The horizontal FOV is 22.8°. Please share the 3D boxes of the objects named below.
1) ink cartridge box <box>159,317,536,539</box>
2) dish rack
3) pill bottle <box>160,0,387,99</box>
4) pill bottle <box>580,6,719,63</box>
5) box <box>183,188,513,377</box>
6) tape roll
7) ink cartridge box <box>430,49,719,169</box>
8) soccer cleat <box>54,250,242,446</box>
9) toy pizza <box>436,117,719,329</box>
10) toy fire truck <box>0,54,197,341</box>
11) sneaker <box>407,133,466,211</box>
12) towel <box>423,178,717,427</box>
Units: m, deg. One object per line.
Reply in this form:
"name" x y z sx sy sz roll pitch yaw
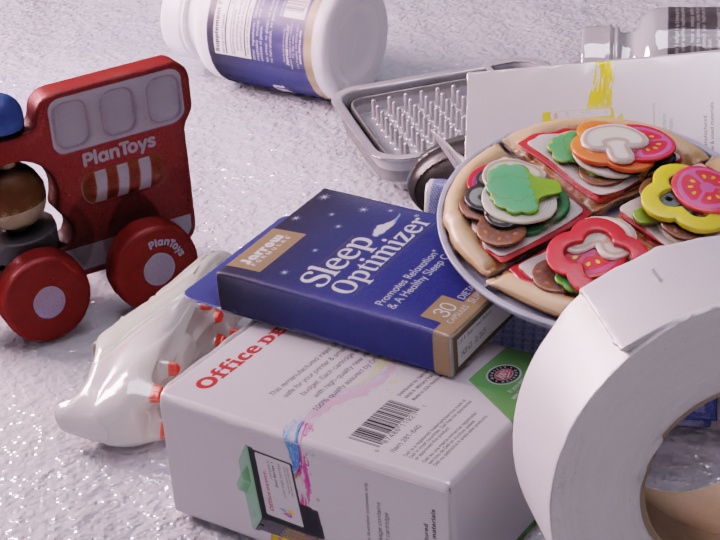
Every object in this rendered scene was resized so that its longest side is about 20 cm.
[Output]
"ink cartridge box" 0.005 0.097 1.028 0.198 0.085 0.145 14 32 31
"dish rack" 0.086 -0.120 1.488 0.198 0.044 0.172 -10 28 -12
"pill bottle" -0.083 -0.224 1.641 0.198 0.112 0.111 14 32 32
"pill bottle" 0.271 -0.148 1.383 0.197 0.112 0.111 1 27 9
"box" 0.000 0.000 1.082 0.198 0.033 0.121 13 35 31
"tape roll" 0.178 0.087 0.894 0.200 0.205 0.071 -8 27 -8
"ink cartridge box" 0.154 -0.058 1.199 0.198 0.129 0.127 -4 70 18
"soccer cleat" -0.133 0.045 1.174 0.077 0.070 0.200 2 30 18
"toy pizza" 0.144 -0.036 1.051 0.197 0.032 0.201 -1 41 1
"toy fire truck" -0.210 -0.056 1.265 0.198 0.170 0.112 -16 29 -23
"sneaker" 0.120 -0.051 1.315 0.198 0.074 0.082 8 31 24
"towel" 0.128 0.019 1.113 0.197 0.149 0.024 4 -1 16
